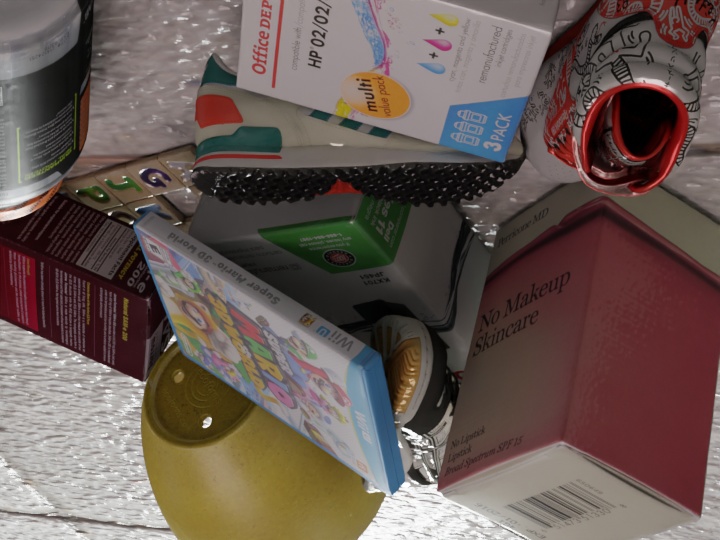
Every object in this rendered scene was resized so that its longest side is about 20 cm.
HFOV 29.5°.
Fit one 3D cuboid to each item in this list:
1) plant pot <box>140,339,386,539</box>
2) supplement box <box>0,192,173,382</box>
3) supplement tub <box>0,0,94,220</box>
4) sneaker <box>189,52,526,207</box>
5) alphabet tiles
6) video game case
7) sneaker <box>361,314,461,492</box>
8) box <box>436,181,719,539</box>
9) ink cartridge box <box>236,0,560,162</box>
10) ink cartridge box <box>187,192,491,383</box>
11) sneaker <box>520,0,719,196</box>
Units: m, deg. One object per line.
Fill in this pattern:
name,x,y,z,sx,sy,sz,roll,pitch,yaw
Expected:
plant pot,-0.089,0.120,1.041,0.198,0.201,0.142,1,150,24
supplement box,-0.235,-0.004,1.023,0.199,0.061,0.109,24,141,6
supplement tub,-0.221,-0.121,0.812,0.122,0.123,0.200,18,148,-2
sneaker,-0.001,-0.091,0.796,0.198,0.094,0.070,-1,165,-9
alphabet tiles,-0.124,-0.016,1.041,0.166,0.008,0.200,-11,139,37
video game case,-0.058,0.054,0.884,0.199,0.018,0.144,30,150,29
sneaker,0.048,0.087,0.918,0.087,0.076,0.200,0,152,-5
box,0.140,0.056,0.842,0.108,0.201,0.128,29,146,-20
ink cartridge box,0.000,-0.140,0.728,0.198,0.068,0.115,16,149,2
ink cartridge box,0.000,0.000,0.933,0.146,0.084,0.200,-7,142,35
sneaker,0.126,-0.077,0.729,0.067,0.109,0.202,20,149,-6
